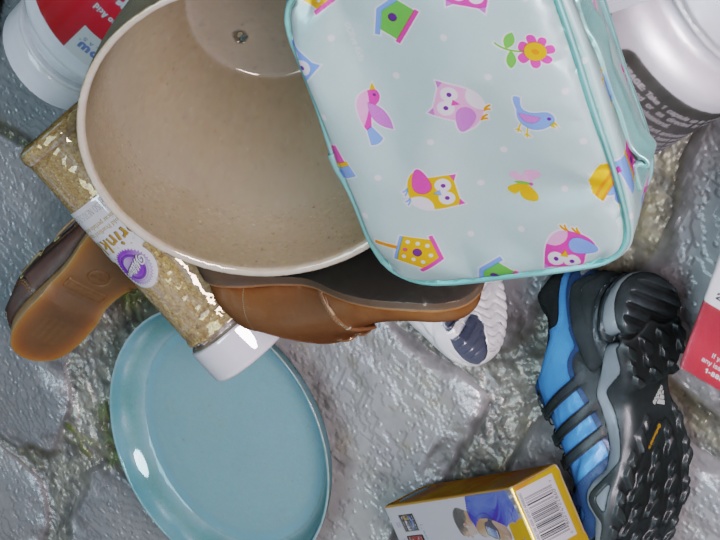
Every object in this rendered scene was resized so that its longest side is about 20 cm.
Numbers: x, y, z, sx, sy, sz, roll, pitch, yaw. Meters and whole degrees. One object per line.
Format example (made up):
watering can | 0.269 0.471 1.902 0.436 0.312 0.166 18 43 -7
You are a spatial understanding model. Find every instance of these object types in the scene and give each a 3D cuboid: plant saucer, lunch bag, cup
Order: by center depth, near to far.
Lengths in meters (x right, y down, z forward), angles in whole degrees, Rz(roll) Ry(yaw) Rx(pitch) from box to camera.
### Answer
lunch bag | 0.063 -0.087 1.045 0.160 0.077 0.200 -9 124 21
cup | -0.055 -0.119 1.181 0.199 0.143 0.201 1 130 1
plant saucer | -0.095 0.118 1.444 0.200 0.027 0.201 14 114 34

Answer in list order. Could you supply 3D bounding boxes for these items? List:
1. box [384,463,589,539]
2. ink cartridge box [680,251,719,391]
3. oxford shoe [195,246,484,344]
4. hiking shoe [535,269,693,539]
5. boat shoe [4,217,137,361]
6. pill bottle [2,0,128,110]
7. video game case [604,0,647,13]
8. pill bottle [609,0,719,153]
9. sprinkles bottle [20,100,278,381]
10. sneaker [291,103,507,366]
box | 0.083 0.190 1.281 0.200 0.041 0.119 -23 90 62
ink cartridge box | 0.273 -0.009 1.074 0.144 0.084 0.201 31 122 26
oxford shoe | -0.005 0.012 1.220 0.200 0.071 0.071 6 131 38
hiking shoe | 0.147 0.091 1.228 0.087 0.074 0.201 17 110 47
boat shoe | -0.178 -0.017 1.429 0.200 0.070 0.070 -35 128 26
pill bottle | -0.143 -0.188 1.312 0.200 0.112 0.112 -36 83 40
video game case | 0.149 -0.231 1.058 0.143 0.018 0.201 -14 62 40
pill bottle | 0.144 -0.119 1.114 0.200 0.114 0.114 -31 87 40
sprinkles bottle | -0.132 -0.022 1.332 0.200 0.068 0.068 49 131 -10
sneaker | 0.000 0.000 1.296 0.199 0.079 0.130 48 134 8
